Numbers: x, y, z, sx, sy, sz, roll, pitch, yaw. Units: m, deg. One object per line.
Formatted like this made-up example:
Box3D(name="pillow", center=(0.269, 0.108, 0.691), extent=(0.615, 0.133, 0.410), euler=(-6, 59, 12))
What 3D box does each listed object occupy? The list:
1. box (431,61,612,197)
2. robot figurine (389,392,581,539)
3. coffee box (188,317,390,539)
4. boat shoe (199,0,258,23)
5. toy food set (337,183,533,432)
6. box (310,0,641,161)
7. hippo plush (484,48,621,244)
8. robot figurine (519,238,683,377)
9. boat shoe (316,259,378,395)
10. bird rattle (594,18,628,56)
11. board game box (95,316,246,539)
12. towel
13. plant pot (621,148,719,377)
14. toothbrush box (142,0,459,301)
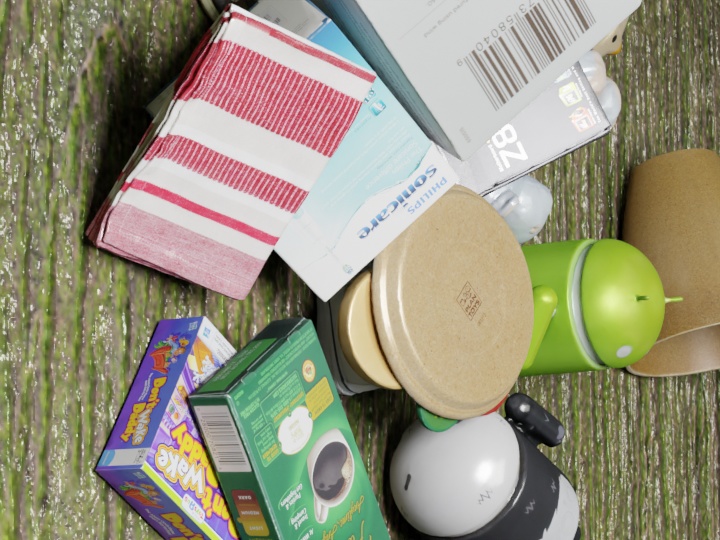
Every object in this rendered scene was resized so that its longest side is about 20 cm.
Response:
Box3D(name="box", center=(0.096, -0.170, 1.793), extent=(0.200, 0.161, 0.049), euler=(64, -5, -1))
Box3D(name="robot figurine", center=(0.107, 0.194, 1.819), extent=(0.200, 0.125, 0.150), euler=(43, 41, -44))
Box3D(name="coffee box", center=(-0.050, 0.151, 1.582), extent=(0.123, 0.044, 0.200), euler=(-44, 120, -49))
Box3D(name="boat shoe", center=(-0.072, -0.197, 1.661), extent=(0.073, 0.065, 0.200), euler=(-48, 123, -45))
Box3D(name="toy food set", center=(0.071, 0.029, 1.722), extent=(0.198, 0.049, 0.200), euler=(40, 56, -36))
Box3D(name="box", center=(0.066, -0.238, 1.648), extent=(0.199, 0.171, 0.200), euler=(-42, 128, -6))
Box3D(name="hippo plush", center=(0.137, -0.112, 1.870), extent=(0.200, 0.159, 0.161), euler=(38, 55, -47))
Box3D(name="robot figurine", center=(0.177, 0.033, 1.869), extent=(0.175, 0.200, 0.116), euler=(-3, 87, -59))
Box3D(name="boat shoe", center=(0.000, 0.000, 1.737), extent=(0.074, 0.067, 0.200), euler=(-13, 96, -56))
Box3D(name="bird rattle", center=(0.222, -0.281, 2.079), extent=(0.200, 0.113, 0.163), euler=(-13, 113, -52))
Box3D(name="board game box", center=(-0.102, 0.148, 1.587), extent=(0.200, 0.045, 0.135), euler=(51, 46, -39))
Box3D(name="towel", center=(-0.089, -0.080, 1.526), extent=(0.144, 0.023, 0.200), euler=(21, 108, -37))
Box3D(name="plant pot", center=(0.340, -0.015, 2.157), extent=(0.186, 0.186, 0.200), euler=(15, 60, -54))
Box3D(name="toothbrush box", center=(-0.042, -0.096, 1.613), extent=(0.146, 0.085, 0.200), euler=(-43, 130, 0))
